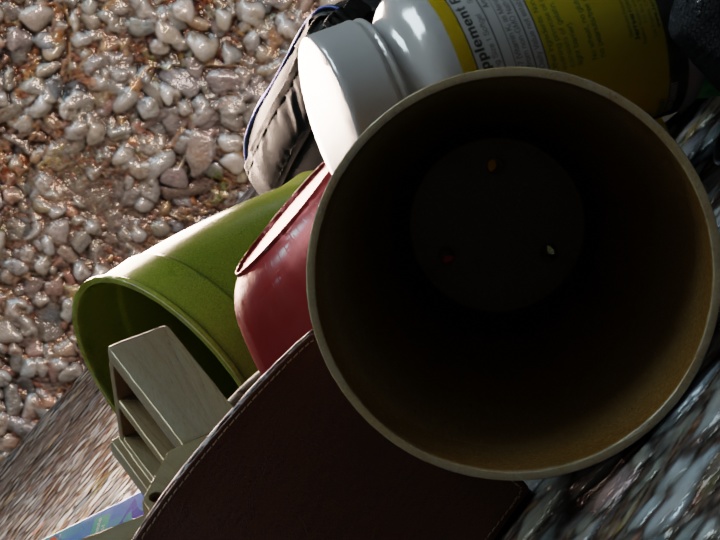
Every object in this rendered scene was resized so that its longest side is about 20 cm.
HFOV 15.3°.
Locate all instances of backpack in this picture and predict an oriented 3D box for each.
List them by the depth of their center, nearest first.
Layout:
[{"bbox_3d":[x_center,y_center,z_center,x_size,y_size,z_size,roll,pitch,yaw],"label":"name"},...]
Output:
[{"bbox_3d":[0.022,-0.096,1.991,0.147,0.183,0.200,-23,-19,-41],"label":"backpack"}]

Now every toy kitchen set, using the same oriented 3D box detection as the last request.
[{"bbox_3d":[-0.147,0.172,1.444,0.200,0.163,0.180,-20,40,-21],"label":"toy kitchen set"}]

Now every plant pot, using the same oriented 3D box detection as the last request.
[{"bbox_3d":[0.068,-0.012,1.289,0.186,0.186,0.200,-49,6,6],"label":"plant pot"},{"bbox_3d":[-0.065,0.033,1.888,0.193,0.200,0.200,-40,2,-28],"label":"plant pot"}]

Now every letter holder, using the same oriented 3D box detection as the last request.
[{"bbox_3d":[-0.041,0.143,1.307,0.200,0.142,0.101,-52,8,-16],"label":"letter holder"}]

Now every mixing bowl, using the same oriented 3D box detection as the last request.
[{"bbox_3d":[0.000,0.000,1.520,0.200,0.108,0.200,-49,8,9],"label":"mixing bowl"}]

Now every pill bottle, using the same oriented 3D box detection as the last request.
[{"bbox_3d":[0.075,-0.111,1.444,0.200,0.114,0.114,-19,1,-13],"label":"pill bottle"}]

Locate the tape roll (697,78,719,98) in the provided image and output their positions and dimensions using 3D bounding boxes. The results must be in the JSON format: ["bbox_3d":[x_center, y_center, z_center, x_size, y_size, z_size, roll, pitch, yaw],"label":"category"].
[{"bbox_3d":[0.212,-0.200,1.553,0.200,0.048,0.201,-36,40,38],"label":"tape roll"}]

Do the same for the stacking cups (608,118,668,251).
[{"bbox_3d":[0.152,-0.046,1.452,0.061,0.060,0.200,-48,11,11],"label":"stacking cups"}]

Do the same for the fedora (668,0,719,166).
[{"bbox_3d":[0.226,-0.151,1.381,0.201,0.092,0.201,-49,7,8],"label":"fedora"}]

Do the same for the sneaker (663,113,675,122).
[{"bbox_3d":[0.203,-0.163,1.652,0.200,0.071,0.073,-52,7,-22],"label":"sneaker"}]

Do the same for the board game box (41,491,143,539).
[{"bbox_3d":[-0.150,0.215,1.579,0.200,0.045,0.152,-30,42,47],"label":"board game box"}]

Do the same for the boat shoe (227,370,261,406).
[{"bbox_3d":[-0.073,0.119,1.671,0.200,0.072,0.068,-51,9,8],"label":"boat shoe"}]

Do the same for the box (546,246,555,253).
[{"bbox_3d":[0.047,0.068,1.506,0.200,0.050,0.158,-48,7,14],"label":"box"}]
